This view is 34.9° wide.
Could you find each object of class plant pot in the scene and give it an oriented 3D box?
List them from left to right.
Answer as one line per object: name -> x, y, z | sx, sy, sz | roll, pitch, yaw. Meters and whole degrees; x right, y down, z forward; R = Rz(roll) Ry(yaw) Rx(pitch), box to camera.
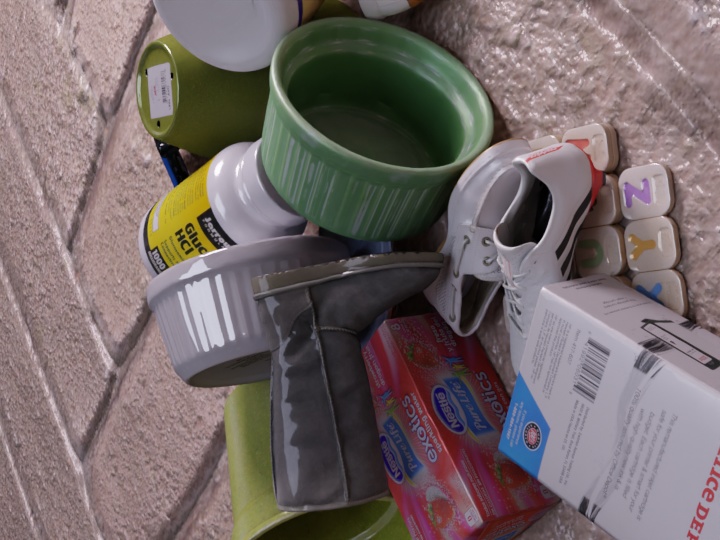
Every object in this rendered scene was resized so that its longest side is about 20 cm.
plant pot -> -0.115, -0.182, 1.146 | 0.186, 0.198, 0.190 | 10, 103, 53
plant pot -> -0.056, 0.202, 1.153 | 0.201, 0.198, 0.186 | -59, 38, 39

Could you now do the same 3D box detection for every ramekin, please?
ramekin -> -0.096, 0.045, 1.075 | 0.202, 0.200, 0.095 | -30, 69, 51
ramekin -> 0.008, -0.120, 0.996 | 0.201, 0.198, 0.098 | 58, 144, 31

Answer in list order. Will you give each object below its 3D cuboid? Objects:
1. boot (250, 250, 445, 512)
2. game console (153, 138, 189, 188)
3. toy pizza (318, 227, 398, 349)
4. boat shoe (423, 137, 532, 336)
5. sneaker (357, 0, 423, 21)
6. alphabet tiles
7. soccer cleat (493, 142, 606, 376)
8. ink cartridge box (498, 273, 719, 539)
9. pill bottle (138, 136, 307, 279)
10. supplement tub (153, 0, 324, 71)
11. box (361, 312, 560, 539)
boot -> -0.001, 0.092, 0.960 | 0.073, 0.180, 0.203 | 16, -117, -81
game console -> -0.191, -0.179, 1.362 | 0.200, 0.117, 0.172 | -119, 8, -56
toy pizza -> 0.000, 0.000, 1.131 | 0.200, 0.031, 0.203 | -178, 90, -69
boat shoe -> 0.109, -0.021, 0.953 | 0.201, 0.070, 0.070 | 105, 145, -48
sneaker -> 0.035, -0.330, 1.049 | 0.084, 0.073, 0.203 | -10, 76, 20
alphabet tiles -> 0.177, -0.012, 0.925 | 0.195, 0.014, 0.203 | -8, 89, 54
soccer cleat -> 0.136, -0.001, 0.898 | 0.068, 0.084, 0.202 | 31, 119, 47
ink cartridge box -> 0.209, 0.113, 0.827 | 0.199, 0.084, 0.148 | 35, 122, 40
pill bottle -> -0.122, -0.054, 1.103 | 0.199, 0.112, 0.114 | -30, 71, 45
supplement tub -> -0.089, -0.294, 1.052 | 0.144, 0.201, 0.146 | 17, 138, 16
box -> 0.074, 0.148, 1.020 | 0.103, 0.094, 0.201 | -53, 54, 44
